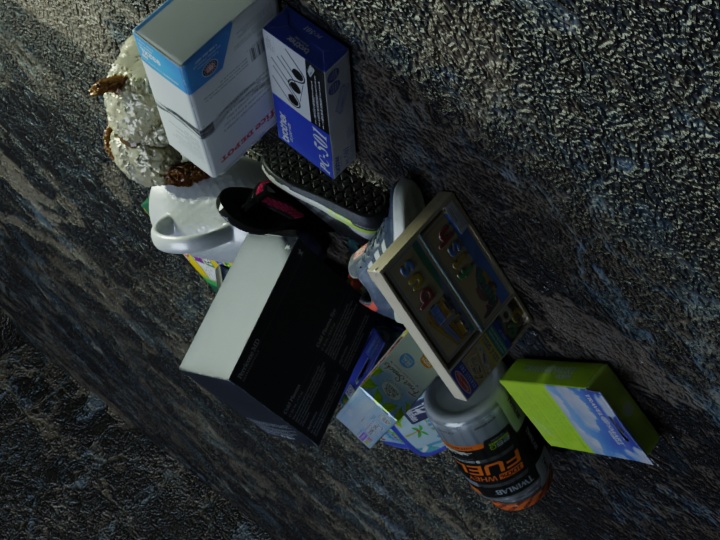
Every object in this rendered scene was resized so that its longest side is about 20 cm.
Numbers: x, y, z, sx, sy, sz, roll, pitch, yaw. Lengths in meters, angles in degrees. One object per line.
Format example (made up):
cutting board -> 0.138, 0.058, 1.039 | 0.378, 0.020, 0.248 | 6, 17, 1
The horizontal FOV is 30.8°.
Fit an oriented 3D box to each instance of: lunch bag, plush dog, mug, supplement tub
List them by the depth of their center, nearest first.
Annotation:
plush dog -> -0.273, -0.186, 1.683 | 0.199, 0.160, 0.174 | 29, 132, 32
supplement tub -> 0.173, 0.214, 1.705 | 0.122, 0.123, 0.201 | 18, 149, 49
mug -> -0.190, -0.072, 1.742 | 0.174, 0.199, 0.150 | 14, 123, 39
lunch bag -> 0.066, 0.164, 1.820 | 0.199, 0.128, 0.170 | -1, 138, 50

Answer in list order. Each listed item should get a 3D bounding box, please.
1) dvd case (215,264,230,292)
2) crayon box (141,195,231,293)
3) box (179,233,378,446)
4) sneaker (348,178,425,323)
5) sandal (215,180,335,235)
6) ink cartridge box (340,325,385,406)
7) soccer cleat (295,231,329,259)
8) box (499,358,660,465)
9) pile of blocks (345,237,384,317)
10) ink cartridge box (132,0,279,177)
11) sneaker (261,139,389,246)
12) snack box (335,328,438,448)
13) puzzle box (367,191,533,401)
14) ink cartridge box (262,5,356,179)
dvd case -> -0.122, 0.077, 1.913 | 0.198, 0.018, 0.144 | 23, -145, -34
crayon box -> -0.241, -0.055, 2.064 | 0.201, 0.058, 0.172 | 50, 159, -13
box -> -0.098, 0.086, 1.649 | 0.103, 0.202, 0.182 | 7, 153, 44
sneaker -> 0.027, -0.024, 1.532 | 0.083, 0.075, 0.202 | 16, 131, 19
sandal -> -0.097, -0.084, 1.628 | 0.045, 0.198, 0.076 | -53, 55, 33
ink cartridge box -> -0.043, 0.090, 1.801 | 0.042, 0.120, 0.200 | 17, -159, -36
soccer cleat -> -0.131, -0.046, 1.837 | 0.199, 0.084, 0.065 | 26, 154, 40
box -> 0.263, 0.163, 1.546 | 0.122, 0.048, 0.199 | 51, 158, -18
pile of blocks -> 0.000, 0.000, 1.711 | 0.082, 0.062, 0.201 | 35, 157, 22
ink cartridge box -> -0.158, -0.225, 1.462 | 0.083, 0.145, 0.201 | 35, 158, 23
sneaker -> -0.044, -0.084, 1.609 | 0.199, 0.072, 0.083 | 35, 150, 24
snack box -> 0.066, 0.110, 1.599 | 0.068, 0.200, 0.169 | 42, 160, 4
puzzle box -> 0.104, 0.030, 1.471 | 0.025, 0.133, 0.201 | 10, 141, 56
ink cartridge box -> -0.054, -0.195, 1.468 | 0.094, 0.044, 0.201 | 38, 159, 21
